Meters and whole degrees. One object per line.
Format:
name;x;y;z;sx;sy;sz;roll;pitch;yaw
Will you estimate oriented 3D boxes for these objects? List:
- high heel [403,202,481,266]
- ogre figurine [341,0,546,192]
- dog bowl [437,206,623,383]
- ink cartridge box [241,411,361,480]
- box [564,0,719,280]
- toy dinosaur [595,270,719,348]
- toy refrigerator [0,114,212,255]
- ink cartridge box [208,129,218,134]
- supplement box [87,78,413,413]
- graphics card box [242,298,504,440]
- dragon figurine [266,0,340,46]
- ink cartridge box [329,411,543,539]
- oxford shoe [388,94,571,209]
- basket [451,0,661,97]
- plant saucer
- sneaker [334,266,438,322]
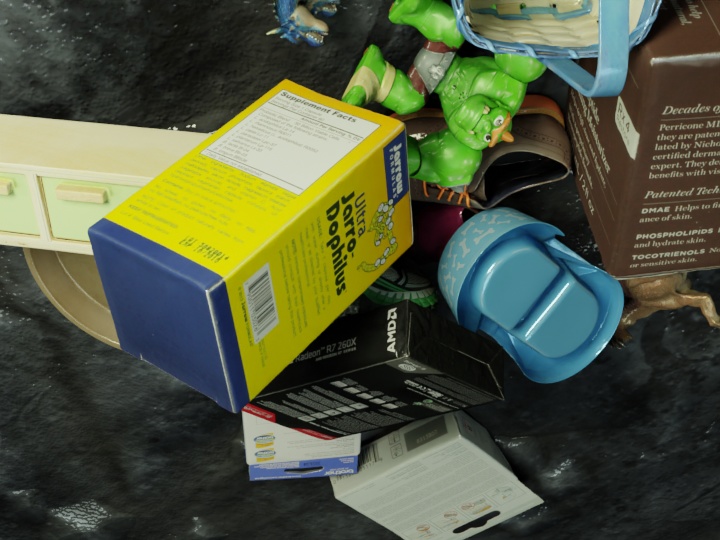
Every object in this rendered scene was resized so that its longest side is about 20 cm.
high heel;0.126;0.001;1.016;0.199;0.068;0.096;23;161;-26
ogre figurine;0.063;-0.141;0.857;0.119;0.098;0.201;28;97;-12
dog bowl;0.139;0.018;0.986;0.112;0.050;0.199;-51;133;7
ink cartridge box;-0.057;0.133;1.166;0.118;0.042;0.201;-4;134;-6
box;0.248;-0.126;0.851;0.162;0.167;0.201;-5;136;-3
toy dinosaur;0.251;-0.001;1.051;0.134;0.086;0.201;-8;132;9
toy refrigerator;-0.202;-0.058;0.868;0.198;0.070;0.077;7;129;11
ink cartridge box;-0.074;-0.037;0.986;0.098;0.039;0.201;-17;136;9
supplement box;-0.065;-0.022;0.799;0.108;0.200;0.110;24;140;30
graphics card box;0.002;0.086;0.959;0.199;0.051;0.125;-18;148;40
dragon figurine;-0.075;-0.223;0.773;0.199;0.059;0.099;26;126;-34
ink cartridge box;0.085;0.231;1.297;0.162;0.058;0.200;-29;142;20
oxford shoe;0.068;-0.083;0.934;0.198;0.073;0.072;-14;137;5
basket;0.119;-0.200;0.696;0.137;0.200;0.179;-2;105;-10
plant saucer;-0.177;-0.012;0.960;0.198;0.030;0.202;8;130;10
sneaker;0.000;0.000;0.961;0.077;0.086;0.199;-13;168;29
